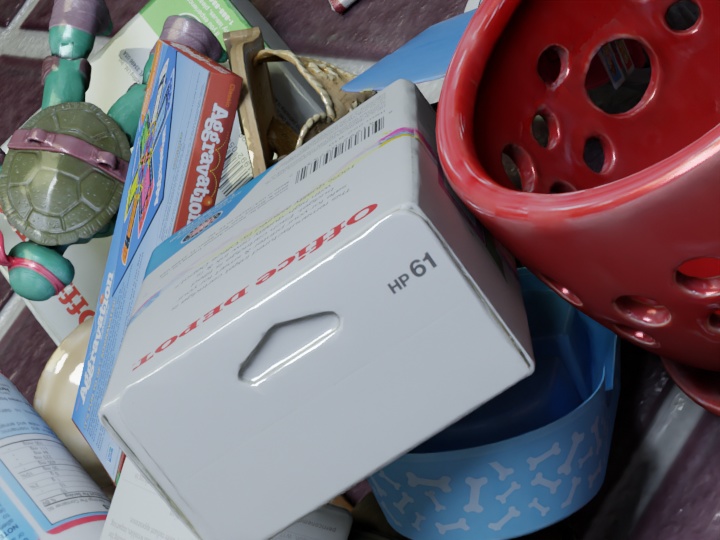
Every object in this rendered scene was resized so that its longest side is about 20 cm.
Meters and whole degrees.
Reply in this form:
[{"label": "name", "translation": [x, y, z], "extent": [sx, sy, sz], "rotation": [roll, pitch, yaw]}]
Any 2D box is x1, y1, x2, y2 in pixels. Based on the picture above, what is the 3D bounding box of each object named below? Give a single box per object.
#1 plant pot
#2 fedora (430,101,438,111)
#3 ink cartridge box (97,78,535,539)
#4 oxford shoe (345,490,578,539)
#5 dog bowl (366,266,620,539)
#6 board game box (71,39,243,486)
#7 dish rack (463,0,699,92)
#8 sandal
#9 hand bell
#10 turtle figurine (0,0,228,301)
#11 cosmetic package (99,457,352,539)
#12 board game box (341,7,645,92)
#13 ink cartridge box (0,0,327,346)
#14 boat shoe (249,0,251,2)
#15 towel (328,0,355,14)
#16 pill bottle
[{"label": "plant pot", "translation": [0.160, -0.049, 0.851], "extent": [0.200, 0.182, 0.201], "rotation": [-32, 34, 25]}, {"label": "fedora", "translation": [0.000, 0.000, 1.057], "extent": [0.200, 0.092, 0.201], "rotation": [-33, 11, 7]}, {"label": "ink cartridge box", "translation": [-0.016, 0.014, 0.862], "extent": [0.144, 0.085, 0.200], "rotation": [-34, 14, 11]}, {"label": "oxford shoe", "translation": [0.061, 0.115, 0.901], "extent": [0.200, 0.073, 0.084], "rotation": [11, 58, 53]}, {"label": "dog bowl", "translation": [0.058, 0.056, 0.915], "extent": [0.111, 0.050, 0.200], "rotation": [-9, 18, 14]}, {"label": "board game box", "translation": [-0.100, -0.006, 1.029], "extent": [0.103, 0.019, 0.200], "rotation": [-143, 65, -65]}, {"label": "dish rack", "translation": [0.158, -0.165, 1.118], "extent": [0.172, 0.044, 0.200], "rotation": [-51, 31, -7]}, {"label": "sandal", "translation": [-0.027, -0.085, 1.061], "extent": [0.070, 0.078, 0.212], "rotation": [-11, 20, -3]}, {"label": "hand bell", "translation": [-0.069, 0.097, 1.091], "extent": [0.200, 0.104, 0.104], "rotation": [23, 73, 43]}, {"label": "turtle figurine", "translation": [-0.150, -0.047, 1.124], "extent": [0.101, 0.150, 0.200], "rotation": [142, 150, -68]}, {"label": "cosmetic package", "translation": [-0.082, 0.184, 0.939], "extent": [0.102, 0.074, 0.200], "rotation": [13, 85, 60]}, {"label": "board game box", "translation": [0.087, -0.104, 1.023], "extent": [0.158, 0.039, 0.200], "rotation": [-13, 14, 27]}, {"label": "ink cartridge box", "translation": [-0.111, -0.051, 1.220], "extent": [0.200, 0.083, 0.147], "rotation": [-42, 70, 8]}, {"label": "boat shoe", "translation": [-0.086, -0.125, 1.352], "extent": [0.075, 0.062, 0.200], "rotation": [-35, 36, 17]}, {"label": "towel", "translation": [0.044, -0.264, 1.388], "extent": [0.200, 0.023, 0.144], "rotation": [-41, 34, 14]}, {"label": "pill bottle", "translation": [-0.172, 0.142, 1.061], "extent": [0.109, 0.109, 0.200], "rotation": [-46, 60, 3]}]
